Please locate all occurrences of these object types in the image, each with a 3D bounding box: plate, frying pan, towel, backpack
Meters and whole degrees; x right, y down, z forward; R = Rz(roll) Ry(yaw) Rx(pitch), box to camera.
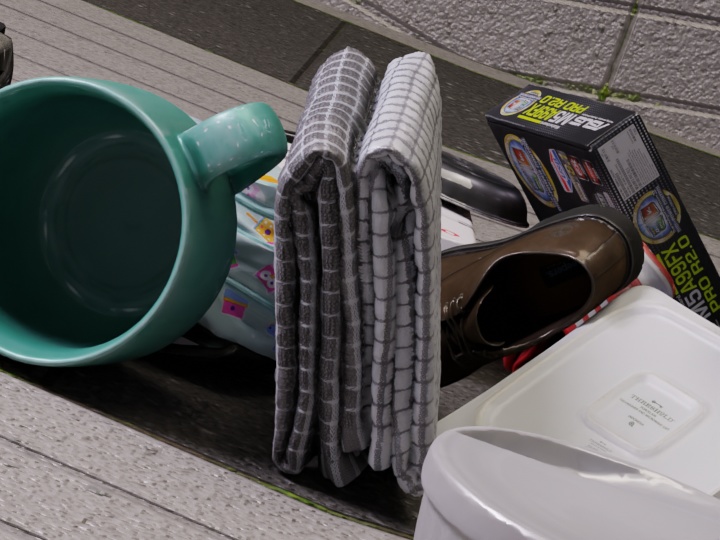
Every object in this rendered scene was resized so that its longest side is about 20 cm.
[{"bbox_3d":[0.153,0.087,1.479,0.199,0.032,0.199,-33,45,-27],"label":"plate"},{"bbox_3d":[0.033,-0.075,1.905,0.189,0.031,0.115,24,8,-3],"label":"frying pan"},{"bbox_3d":[0.000,0.000,1.455,0.085,0.201,0.166,1,22,4],"label":"towel"},{"bbox_3d":[-0.103,-0.022,1.596,0.199,0.127,0.167,29,11,24],"label":"backpack"}]

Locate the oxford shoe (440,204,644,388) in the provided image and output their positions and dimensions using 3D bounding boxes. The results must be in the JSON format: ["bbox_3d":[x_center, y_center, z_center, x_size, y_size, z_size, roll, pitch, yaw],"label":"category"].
[{"bbox_3d":[0.063,0.024,1.587,0.073,0.199,0.084,58,30,-3],"label":"oxford shoe"}]

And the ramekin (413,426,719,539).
[{"bbox_3d":[0.109,0.152,1.230,0.201,0.095,0.202,19,12,-4],"label":"ramekin"}]

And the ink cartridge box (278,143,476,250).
[{"bbox_3d":[-0.002,-0.019,1.853,0.145,0.085,0.200,20,10,-3],"label":"ink cartridge box"}]

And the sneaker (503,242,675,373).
[{"bbox_3d":[0.137,0.047,1.819,0.078,0.115,0.200,50,-14,20],"label":"sneaker"}]

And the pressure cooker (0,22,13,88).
[{"bbox_3d":[-0.306,-0.135,1.621,0.199,0.177,0.179,24,-22,8],"label":"pressure cooker"}]

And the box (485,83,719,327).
[{"bbox_3d":[0.176,-0.024,1.861,0.201,0.044,0.160,61,-15,-21],"label":"box"}]

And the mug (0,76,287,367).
[{"bbox_3d":[-0.128,-0.023,1.468,0.184,0.153,0.114,9,3,17],"label":"mug"}]
